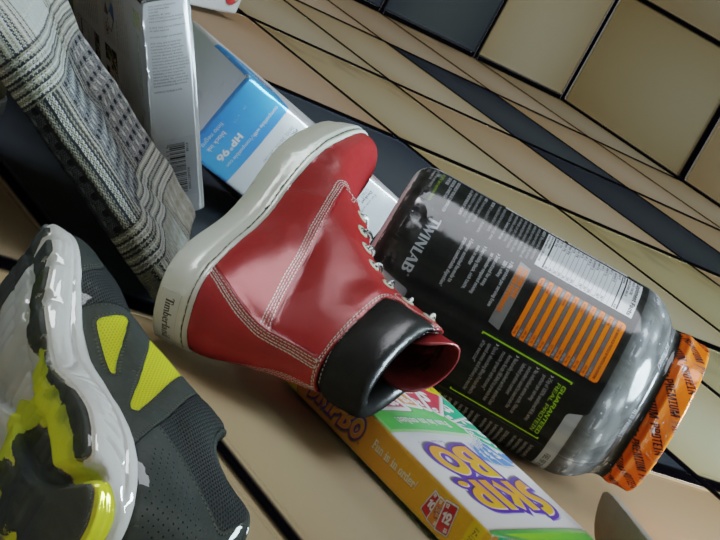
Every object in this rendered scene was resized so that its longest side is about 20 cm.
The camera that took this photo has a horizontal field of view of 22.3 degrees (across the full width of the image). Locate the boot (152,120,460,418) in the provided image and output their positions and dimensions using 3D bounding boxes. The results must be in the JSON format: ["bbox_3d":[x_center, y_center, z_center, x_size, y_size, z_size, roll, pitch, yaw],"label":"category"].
[{"bbox_3d":[0.000,0.000,0.960,0.144,0.073,0.200,21,39,14],"label":"boot"}]

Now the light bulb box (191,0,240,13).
[{"bbox_3d":[-0.210,-0.438,2.157,0.199,0.199,0.125,32,14,19],"label":"light bulb box"}]

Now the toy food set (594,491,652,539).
[{"bbox_3d":[0.222,0.180,0.920,0.199,0.061,0.144,25,13,-24],"label":"toy food set"}]

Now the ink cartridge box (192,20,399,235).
[{"bbox_3d":[-0.051,-0.074,1.266,0.200,0.068,0.116,38,5,-36],"label":"ink cartridge box"}]

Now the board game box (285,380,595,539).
[{"bbox_3d":[0.047,0.104,0.920,0.095,0.030,0.200,18,18,-41],"label":"board game box"}]

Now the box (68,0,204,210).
[{"bbox_3d":[-0.153,-0.140,1.189,0.036,0.145,0.200,-13,31,-22],"label":"box"}]

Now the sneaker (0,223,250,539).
[{"bbox_3d":[-0.099,0.056,0.694,0.084,0.075,0.200,29,19,-29],"label":"sneaker"}]

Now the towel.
[{"bbox_3d":[-0.144,-0.082,1.013,0.193,0.034,0.200,57,4,-15],"label":"towel"}]

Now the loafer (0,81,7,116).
[{"bbox_3d":[-0.298,-0.163,1.112,0.199,0.070,0.075,26,12,-15],"label":"loafer"}]

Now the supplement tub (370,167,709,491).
[{"bbox_3d":[0.093,0.038,1.062,0.199,0.123,0.123,30,12,2],"label":"supplement tub"}]
